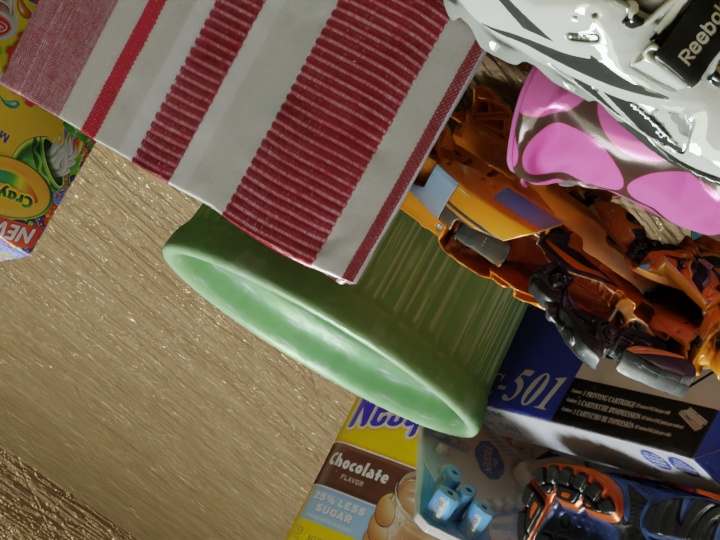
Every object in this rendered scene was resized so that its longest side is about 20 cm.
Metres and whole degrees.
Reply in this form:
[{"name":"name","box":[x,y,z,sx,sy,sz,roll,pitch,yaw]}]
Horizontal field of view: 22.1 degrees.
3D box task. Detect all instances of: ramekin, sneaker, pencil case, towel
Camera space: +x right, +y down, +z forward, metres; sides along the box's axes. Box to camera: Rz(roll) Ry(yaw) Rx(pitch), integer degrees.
[{"name":"ramekin","box":[0.000,0.000,1.015,0.199,0.098,0.200,29,169,6]},{"name":"sneaker","box":[0.172,0.142,0.948,0.078,0.076,0.199,3,-167,-39]},{"name":"pencil case","box":[0.164,-0.039,0.797,0.199,0.091,0.094,26,129,14]},{"name":"towel","box":[-0.054,-0.102,0.863,0.199,0.145,0.023,31,-168,5]},{"name":"sneaker","box":[0.119,-0.095,0.721,0.199,0.074,0.089,24,165,12]}]

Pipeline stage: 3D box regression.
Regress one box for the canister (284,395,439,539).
[{"name":"canister","box":[0.047,0.140,1.315,0.148,0.201,0.087,16,161,35]}]

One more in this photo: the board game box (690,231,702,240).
[{"name":"board game box","box":[0.236,0.028,0.973,0.135,0.028,0.200,26,163,16]}]

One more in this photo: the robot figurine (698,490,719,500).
[{"name":"robot figurine","box":[0.259,0.185,1.254,0.199,0.145,0.116,14,175,39]}]

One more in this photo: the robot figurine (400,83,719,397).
[{"name":"robot figurine","box":[0.106,-0.014,0.884,0.199,0.058,0.145,35,-154,20]}]

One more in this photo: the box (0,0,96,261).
[{"name":"box","box":[-0.220,-0.137,0.936,0.199,0.194,0.122,35,162,-23]}]

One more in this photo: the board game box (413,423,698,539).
[{"name":"board game box","box":[0.128,0.129,1.104,0.199,0.026,0.200,26,-155,-8]}]

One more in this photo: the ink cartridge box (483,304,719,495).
[{"name":"ink cartridge box","box":[0.144,0.056,1.003,0.044,0.094,0.199,41,163,-29]}]

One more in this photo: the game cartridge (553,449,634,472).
[{"name":"game cartridge","box":[0.213,0.105,1.095,0.199,0.041,0.133,8,-177,-39]}]
